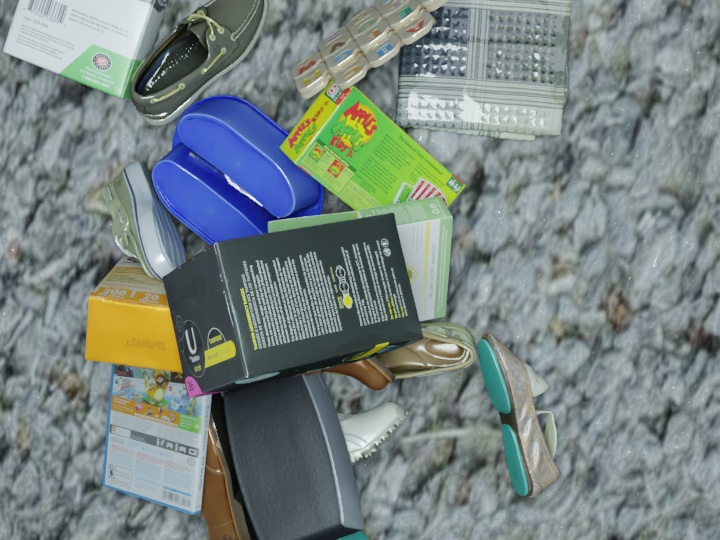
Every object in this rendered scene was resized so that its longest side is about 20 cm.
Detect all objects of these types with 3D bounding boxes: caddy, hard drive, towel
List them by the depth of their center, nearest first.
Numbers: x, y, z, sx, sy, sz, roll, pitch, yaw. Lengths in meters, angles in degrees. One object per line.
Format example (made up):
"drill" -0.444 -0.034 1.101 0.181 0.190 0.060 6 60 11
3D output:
"hard drive" -0.082 0.212 1.281 0.133 0.042 0.203 -21 73 11
"caddy" -0.135 -0.105 1.283 0.199 0.105 0.142 38 114 3
"towel" 0.144 -0.252 1.305 0.196 0.035 0.197 5 93 3

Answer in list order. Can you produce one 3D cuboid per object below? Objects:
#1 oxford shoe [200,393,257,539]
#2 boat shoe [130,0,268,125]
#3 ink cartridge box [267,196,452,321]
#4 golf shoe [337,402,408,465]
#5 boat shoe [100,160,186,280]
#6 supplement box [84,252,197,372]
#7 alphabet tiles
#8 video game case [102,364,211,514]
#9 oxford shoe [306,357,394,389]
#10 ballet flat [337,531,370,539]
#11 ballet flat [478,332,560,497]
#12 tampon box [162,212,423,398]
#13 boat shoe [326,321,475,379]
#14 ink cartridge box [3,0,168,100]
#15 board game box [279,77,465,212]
"oxford shoe" -0.176 0.229 1.333 0.070 0.071 0.204 -11 95 11
"boat shoe" -0.180 -0.251 1.276 0.072 0.060 0.202 40 83 12
"ink cartridge box" 0.000 0.000 1.264 0.196 0.048 0.147 -10 130 -13
"golf shoe" -0.044 0.189 1.325 0.198 0.078 0.098 -28 88 2
"boat shoe" -0.242 -0.046 1.258 0.061 0.201 0.072 -32 129 3
"supplement box" -0.215 0.038 1.246 0.124 0.200 0.075 7 106 -1
"alphabet tiles" 0.011 -0.256 1.222 0.198 0.196 0.015 -33 115 7
"video game case" -0.235 0.166 1.320 0.141 0.018 0.204 9 97 30
"oxford shoe" -0.058 0.091 1.253 0.197 0.071 0.072 25 79 1
"ballet flat" 0.001 0.355 1.353 0.200 0.067 0.062 48 122 0
"ballet flat" 0.190 0.162 1.329 0.066 0.068 0.204 -18 101 -17
"tampon box" -0.068 0.036 1.107 0.197 0.149 0.129 -10 82 -31
"boat shoe" 0.035 0.090 1.317 0.196 0.063 0.075 -4 96 2
"ink cartridge box" -0.292 -0.311 1.275 0.144 0.084 0.203 21 95 -1
"board game box" 0.016 -0.114 1.256 0.199 0.048 0.102 36 95 -37
